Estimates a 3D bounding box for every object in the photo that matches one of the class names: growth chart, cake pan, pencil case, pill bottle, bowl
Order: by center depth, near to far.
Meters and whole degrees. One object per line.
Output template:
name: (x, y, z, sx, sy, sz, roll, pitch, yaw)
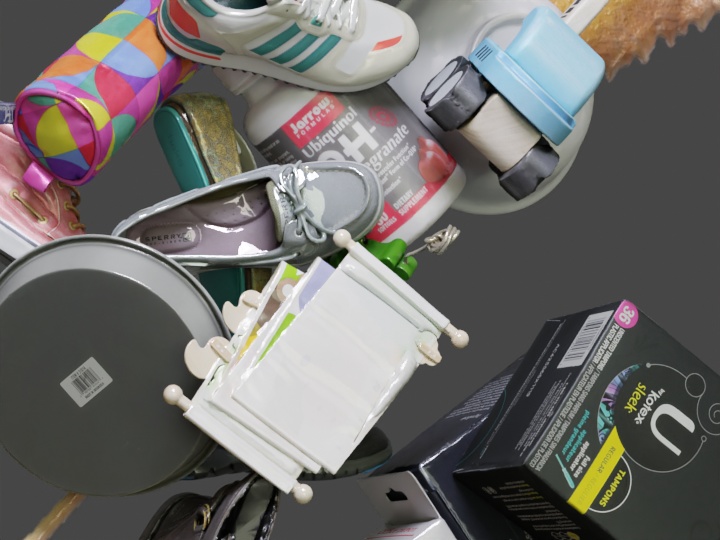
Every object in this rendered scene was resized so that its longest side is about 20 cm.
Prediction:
growth chart: (-0.032, 0.062, 1.463, 0.145, 0.018, 0.200, 45, 64, 0)
cake pan: (-0.188, 0.075, 1.487, 0.199, 0.037, 0.202, 3, 108, 9)
pencil case: (-0.180, -0.141, 1.526, 0.088, 0.088, 0.200, 49, 43, -9)
pill bottle: (-0.020, -0.109, 1.604, 0.200, 0.111, 0.111, 48, 69, -9)
bowl: (0.113, -0.151, 1.676, 0.200, 0.090, 0.203, 3, 81, -22)

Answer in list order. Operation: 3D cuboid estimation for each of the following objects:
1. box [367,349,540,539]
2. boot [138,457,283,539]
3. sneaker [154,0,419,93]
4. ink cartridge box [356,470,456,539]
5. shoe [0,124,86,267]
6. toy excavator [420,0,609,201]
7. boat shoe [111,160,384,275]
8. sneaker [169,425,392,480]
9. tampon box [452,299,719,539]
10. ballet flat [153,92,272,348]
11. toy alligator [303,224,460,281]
box: (0.148, 0.182, 1.626, 0.200, 0.117, 0.197, -35, 95, -23)
boot: (-0.126, 0.229, 1.477, 0.069, 0.174, 0.201, 26, 73, -17)
sneaker: (-0.044, -0.185, 1.504, 0.198, 0.093, 0.071, 8, 65, -15)
ink cartridge box: (0.047, 0.255, 1.576, 0.068, 0.116, 0.201, -34, 95, -24)
shoe: (-0.227, -0.038, 1.532, 0.200, 0.071, 0.091, 35, 75, -11)
toy excavator: (0.148, -0.168, 1.580, 0.100, 0.195, 0.200, 44, 98, -11)
boat shoe: (-0.082, -0.036, 1.519, 0.200, 0.065, 0.075, -9, 87, 5)
sneaker: (-0.068, 0.118, 1.572, 0.199, 0.073, 0.083, 3, 82, -22)
tampon box: (0.202, 0.144, 1.523, 0.200, 0.126, 0.150, 38, 71, -12)
ballet flat: (-0.099, -0.042, 1.591, 0.070, 0.071, 0.201, -17, 89, -23)
toy alligator: (0.000, 0.000, 1.555, 0.054, 0.200, 0.059, 41, 48, -8)
